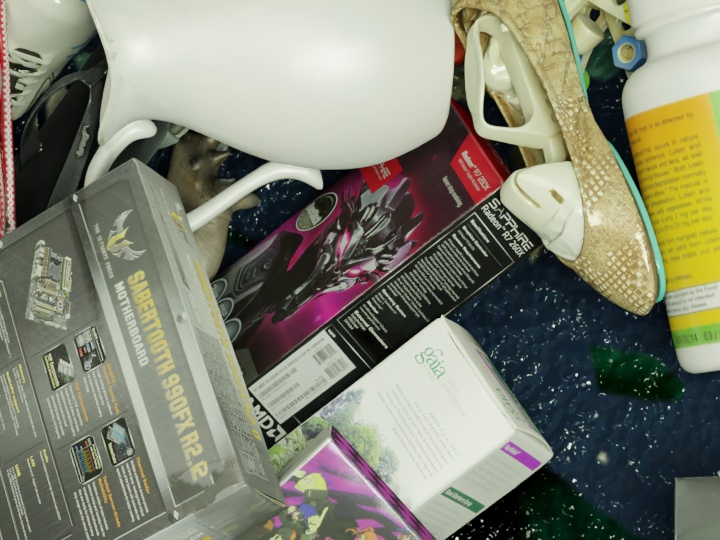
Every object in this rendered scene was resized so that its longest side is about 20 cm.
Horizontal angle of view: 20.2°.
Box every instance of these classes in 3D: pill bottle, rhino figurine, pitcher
[{"bbox_3d":[0.195,-0.057,1.024,0.110,0.111,0.202,-13,88,18],"label":"pill bottle"},{"bbox_3d":[-0.126,-0.005,1.202,0.087,0.060,0.201,32,85,32],"label":"rhino figurine"},{"bbox_3d":[-0.054,-0.094,1.108,0.198,0.121,0.173,1,114,-8],"label":"pitcher"}]

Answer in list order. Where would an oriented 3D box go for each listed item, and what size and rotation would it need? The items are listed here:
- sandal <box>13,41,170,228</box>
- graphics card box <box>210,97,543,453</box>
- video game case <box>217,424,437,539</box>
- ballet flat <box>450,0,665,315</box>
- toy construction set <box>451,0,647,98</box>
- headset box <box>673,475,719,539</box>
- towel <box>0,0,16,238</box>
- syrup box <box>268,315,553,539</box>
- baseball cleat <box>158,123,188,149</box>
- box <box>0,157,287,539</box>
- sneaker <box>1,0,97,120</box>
[{"bbox_3d":[-0.174,-0.067,1.179,0.200,0.043,0.076,-48,56,21],"label":"sandal"},{"bbox_3d":[0.000,0.000,1.123,0.199,0.051,0.126,-39,30,8],"label":"graphics card box"},{"bbox_3d":[-0.014,0.213,1.036,0.181,0.036,0.200,-41,95,6],"label":"video game case"},{"bbox_3d":[0.094,-0.063,1.045,0.065,0.071,0.202,-11,65,-20],"label":"ballet flat"},{"bbox_3d":[0.094,-0.177,1.150,0.131,0.092,0.201,-41,53,29],"label":"toy construction set"},{"bbox_3d":[0.241,0.190,0.962,0.198,0.093,0.176,-5,71,21],"label":"headset box"},{"bbox_3d":[-0.266,-0.082,1.237,0.199,0.022,0.146,-5,88,53],"label":"towel"},{"bbox_3d":[-0.001,0.122,1.094,0.199,0.081,0.079,-38,65,6],"label":"syrup box"},{"bbox_3d":[-0.109,-0.163,1.232,0.106,0.070,0.202,-7,68,38],"label":"baseball cleat"},{"bbox_3d":[-0.142,0.066,1.043,0.157,0.048,0.201,-29,62,13],"label":"box"},{"bbox_3d":[-0.213,-0.127,1.235,0.200,0.071,0.073,-24,53,57],"label":"sneaker"}]
